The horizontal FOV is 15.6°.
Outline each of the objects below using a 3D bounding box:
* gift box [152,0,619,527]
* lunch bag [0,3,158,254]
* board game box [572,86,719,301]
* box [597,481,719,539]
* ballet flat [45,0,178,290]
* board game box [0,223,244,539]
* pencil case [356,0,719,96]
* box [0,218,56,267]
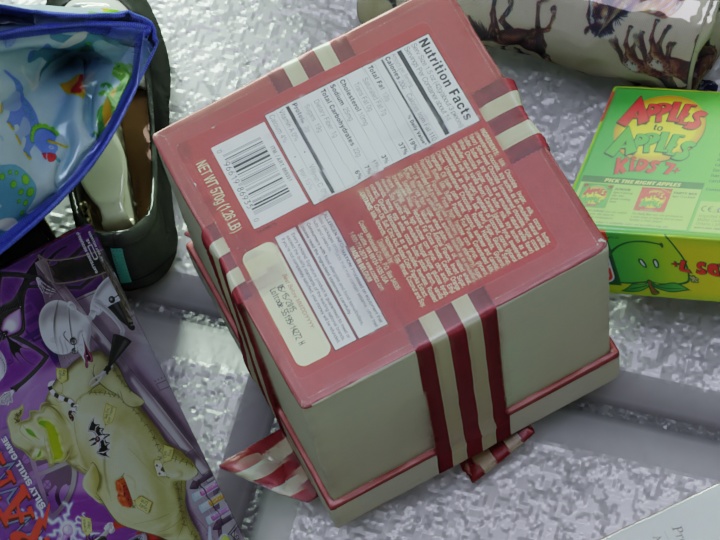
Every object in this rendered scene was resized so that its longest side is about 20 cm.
[{"bbox_3d":[0.000,0.000,1.259,0.199,0.187,0.185,-24,66,-3],"label":"gift box"},{"bbox_3d":[-0.215,-0.071,1.282,0.200,0.128,0.170,-35,23,-29],"label":"lunch bag"},{"bbox_3d":[0.206,-0.034,1.279,0.199,0.048,0.102,5,49,26],"label":"board game box"},{"bbox_3d":[0.101,0.201,1.181,0.199,0.152,0.107,-25,66,-3],"label":"box"},{"bbox_3d":[-0.131,-0.088,1.379,0.068,0.068,0.201,-15,66,3],"label":"ballet flat"},{"bbox_3d":[-0.135,0.092,1.251,0.120,0.032,0.201,-30,98,-30],"label":"board game box"},{"bbox_3d":[0.095,-0.144,1.364,0.199,0.089,0.078,14,90,14],"label":"pencil case"},{"bbox_3d":[-0.219,0.066,1.340,0.200,0.049,0.160,-33,65,-6],"label":"box"}]
